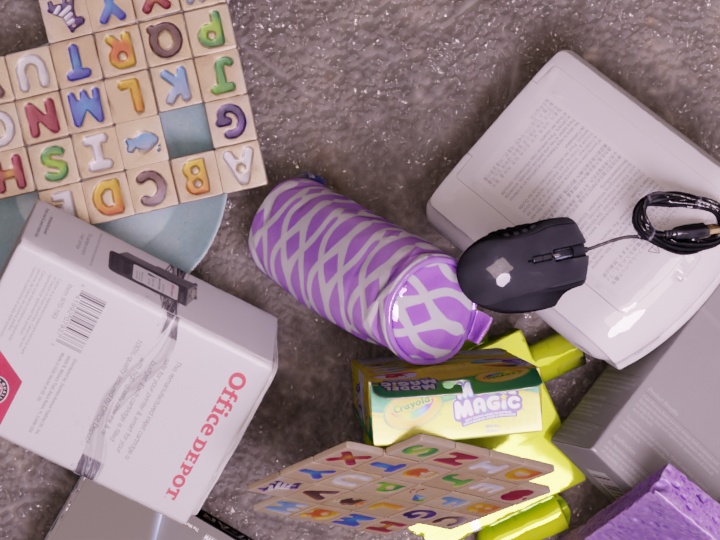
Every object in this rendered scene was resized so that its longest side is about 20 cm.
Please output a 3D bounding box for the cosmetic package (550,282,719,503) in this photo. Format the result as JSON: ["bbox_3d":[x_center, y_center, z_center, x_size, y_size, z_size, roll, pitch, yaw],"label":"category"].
[{"bbox_3d":[0.244,0.081,1.470,0.107,0.090,0.200,44,77,-13],"label":"cosmetic package"}]

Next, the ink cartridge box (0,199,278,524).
[{"bbox_3d":[-0.174,0.066,1.448,0.199,0.084,0.146,27,111,-10],"label":"ink cartridge box"}]

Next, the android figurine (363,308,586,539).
[{"bbox_3d":[0.085,0.124,1.509,0.199,0.041,0.183,-26,92,-1],"label":"android figurine"}]

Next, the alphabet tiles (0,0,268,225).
[{"bbox_3d":[-0.180,-0.121,1.471,0.198,0.008,0.169,-13,93,-1],"label":"alphabet tiles"}]

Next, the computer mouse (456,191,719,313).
[{"bbox_3d":[0.158,-0.015,1.358,0.198,0.034,0.059,-15,87,-15],"label":"computer mouse"}]

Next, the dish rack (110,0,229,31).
[{"bbox_3d":[-0.166,-0.282,1.490,0.198,0.044,0.173,23,92,-2],"label":"dish rack"}]

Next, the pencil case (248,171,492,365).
[{"bbox_3d":[0.000,0.000,1.424,0.085,0.200,0.084,31,91,-38],"label":"pencil case"}]

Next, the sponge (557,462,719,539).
[{"bbox_3d":[0.213,0.207,1.441,0.111,0.200,0.030,36,61,-1],"label":"sponge"}]

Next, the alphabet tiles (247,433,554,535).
[{"bbox_3d":[0.029,0.148,1.390,0.166,0.199,0.006,-27,59,39],"label":"alphabet tiles"}]

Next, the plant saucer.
[{"bbox_3d":[-0.195,-0.069,1.496,0.199,0.039,0.203,0,91,-2],"label":"plant saucer"}]

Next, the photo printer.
[{"bbox_3d":[0.169,-0.040,1.454,0.200,0.069,0.167,40,87,26],"label":"photo printer"}]

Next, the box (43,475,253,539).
[{"bbox_3d":[-0.150,0.252,1.503,0.199,0.044,0.161,31,90,-2],"label":"box"}]

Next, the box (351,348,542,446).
[{"bbox_3d":[0.057,0.085,1.387,0.116,0.200,0.049,-5,90,-3],"label":"box"}]
